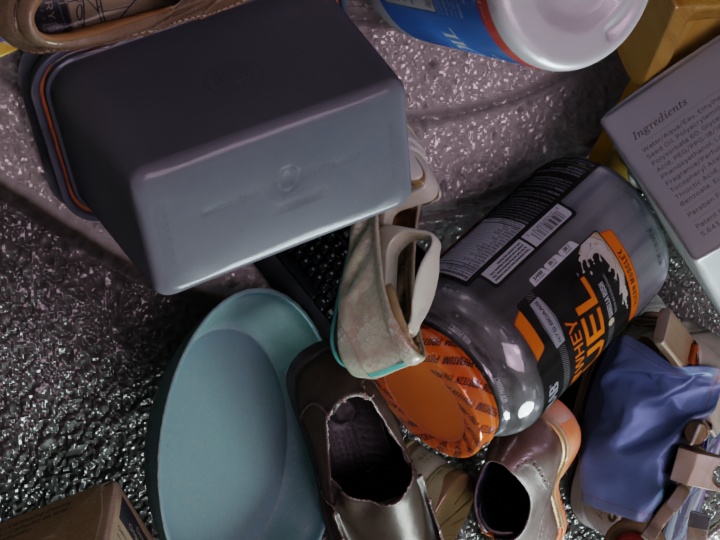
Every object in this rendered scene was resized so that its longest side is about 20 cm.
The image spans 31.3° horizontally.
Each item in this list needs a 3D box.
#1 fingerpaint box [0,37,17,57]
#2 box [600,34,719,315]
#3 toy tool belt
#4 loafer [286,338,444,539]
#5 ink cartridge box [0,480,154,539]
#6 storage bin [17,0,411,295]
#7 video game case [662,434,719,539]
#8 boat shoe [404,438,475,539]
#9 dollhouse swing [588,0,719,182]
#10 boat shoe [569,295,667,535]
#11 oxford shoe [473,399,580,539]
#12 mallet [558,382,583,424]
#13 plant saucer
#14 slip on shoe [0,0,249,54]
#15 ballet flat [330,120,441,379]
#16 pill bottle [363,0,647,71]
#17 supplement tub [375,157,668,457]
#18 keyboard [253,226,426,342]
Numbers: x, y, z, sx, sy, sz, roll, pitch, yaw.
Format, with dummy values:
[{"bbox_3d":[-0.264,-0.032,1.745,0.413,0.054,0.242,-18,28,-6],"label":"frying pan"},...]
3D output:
[{"bbox_3d":[-0.183,-0.210,0.664,0.199,0.073,0.168,-28,119,-20],"label":"fingerpaint box"},{"bbox_3d":[0.299,-0.073,0.883,0.199,0.132,0.199,-34,148,11],"label":"box"},{"bbox_3d":[0.202,0.128,0.910,0.123,0.123,0.203,11,91,-69],"label":"toy tool belt"},{"bbox_3d":[0.006,0.144,0.831,0.072,0.071,0.202,-27,113,-5],"label":"loafer"},{"bbox_3d":[-0.194,0.234,0.753,0.198,0.075,0.166,-21,120,9],"label":"ink cartridge box"},{"bbox_3d":[-0.070,-0.069,0.720,0.198,0.135,0.147,-21,132,-17],"label":"storage bin"},{"bbox_3d":[0.259,0.188,1.043,0.142,0.019,0.203,-4,110,-63],"label":"video game case"},{"bbox_3d":[0.011,0.221,0.933,0.201,0.062,0.073,-59,150,2],"label":"boat shoe"},{"bbox_3d":[0.241,-0.187,0.944,0.198,0.176,0.184,-10,69,-27],"label":"dollhouse swing"},{"bbox_3d":[0.219,0.117,1.007,0.070,0.069,0.203,-2,106,-28],"label":"boat shoe"},{"bbox_3d":[0.106,0.172,0.929,0.073,0.071,0.201,-43,147,-34],"label":"oxford shoe"},{"bbox_3d":[0.156,0.179,1.015,0.065,0.041,0.202,-26,122,-23],"label":"mallet"},{"bbox_3d":[-0.077,0.112,0.810,0.199,0.036,0.203,-1,91,-60],"label":"plant saucer"},{"bbox_3d":[-0.094,-0.161,0.655,0.198,0.060,0.077,-22,119,-24],"label":"slip on shoe"},{"bbox_3d":[0.024,-0.029,0.798,0.067,0.062,0.203,33,54,-52],"label":"ballet flat"},{"bbox_3d":[0.067,-0.184,0.743,0.111,0.200,0.114,-9,110,-26],"label":"pill bottle"},{"bbox_3d":[0.105,0.025,0.858,0.200,0.122,0.123,-41,122,-28],"label":"supplement tub"},{"bbox_3d":[0.000,0.000,0.860,0.104,0.040,0.200,-45,123,-10],"label":"keyboard"}]
